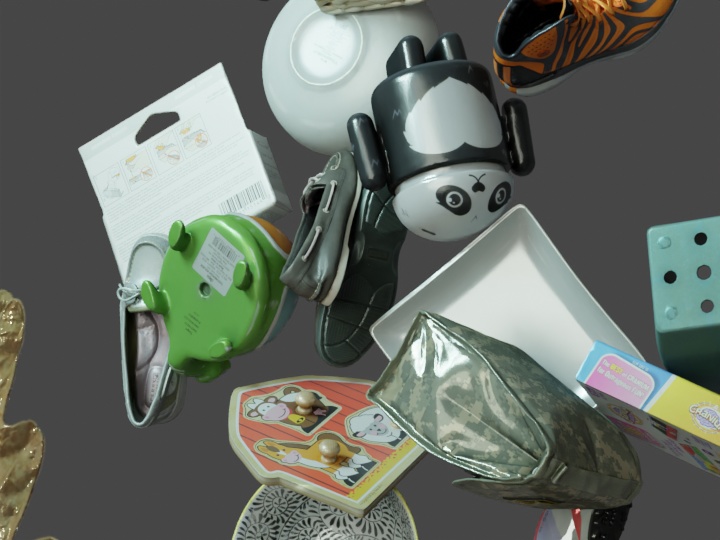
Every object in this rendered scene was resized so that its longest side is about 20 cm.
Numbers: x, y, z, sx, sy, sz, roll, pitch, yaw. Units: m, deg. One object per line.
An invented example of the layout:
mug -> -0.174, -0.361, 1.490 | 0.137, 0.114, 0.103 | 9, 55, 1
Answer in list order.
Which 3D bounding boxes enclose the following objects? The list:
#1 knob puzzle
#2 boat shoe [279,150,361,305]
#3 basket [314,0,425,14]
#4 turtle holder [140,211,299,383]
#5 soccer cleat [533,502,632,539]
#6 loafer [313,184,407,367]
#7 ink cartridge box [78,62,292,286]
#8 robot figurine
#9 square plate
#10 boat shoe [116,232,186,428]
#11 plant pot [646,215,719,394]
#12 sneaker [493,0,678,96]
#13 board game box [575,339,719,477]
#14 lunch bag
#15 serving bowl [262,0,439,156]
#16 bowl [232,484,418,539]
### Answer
knob puzzle -> -0.038, 0.144, 1.605 | 0.220, 0.220, 0.030 | 23, 125, 29
boat shoe -> -0.040, -0.054, 1.668 | 0.067, 0.057, 0.200 | -52, 23, 43
basket -> 0.005, -0.367, 1.691 | 0.135, 0.123, 0.200 | -4, 56, 19
turtle holder -> -0.127, 0.032, 1.699 | 0.141, 0.132, 0.186 | 8, 101, 35
soccer cleat -> 0.185, 0.271, 1.539 | 0.073, 0.068, 0.200 | 17, 88, 48
loafer -> 0.000, 0.000, 1.693 | 0.063, 0.072, 0.200 | 9, 80, 68
ink cartridge box -> -0.190, -0.098, 1.810 | 0.200, 0.045, 0.176 | -28, 69, 19
robot figurine -> 0.079, -0.128, 1.632 | 0.150, 0.125, 0.200 | -16, 76, 22
square plate -> 0.139, 0.073, 1.603 | 0.198, 0.028, 0.200 | -40, 75, 13
boat shoe -> -0.217, 0.062, 1.757 | 0.074, 0.065, 0.202 | 5, 94, 14
plant pot -> 0.319, 0.021, 1.439 | 0.141, 0.200, 0.141 | -9, 76, 25
sneaker -> 0.214, -0.242, 1.582 | 0.200, 0.112, 0.078 | -34, 66, -1
board game box -> 0.296, 0.138, 1.451 | 0.200, 0.153, 0.040 | 25, 80, 28
lunch bag -> 0.133, 0.141, 1.471 | 0.200, 0.164, 0.118 | 38, 100, 40
serving bowl -> -0.021, -0.223, 1.740 | 0.200, 0.066, 0.200 | -6, 76, 25
bowl -> -0.017, 0.284, 1.611 | 0.201, 0.094, 0.201 | -8, 71, 24
